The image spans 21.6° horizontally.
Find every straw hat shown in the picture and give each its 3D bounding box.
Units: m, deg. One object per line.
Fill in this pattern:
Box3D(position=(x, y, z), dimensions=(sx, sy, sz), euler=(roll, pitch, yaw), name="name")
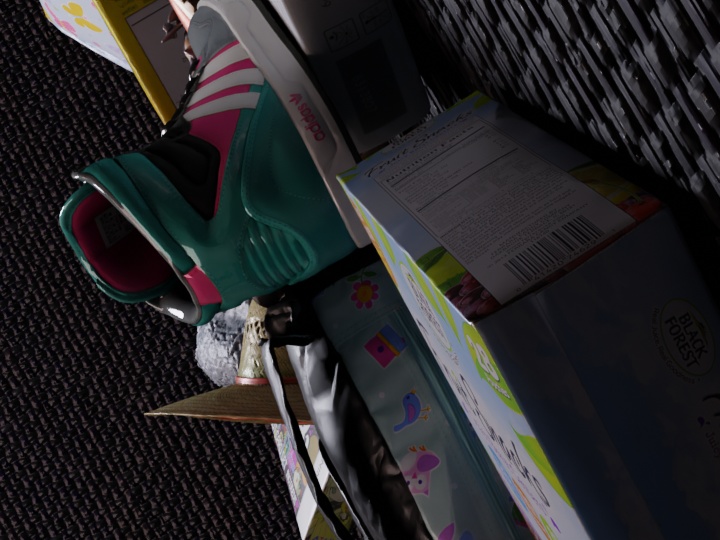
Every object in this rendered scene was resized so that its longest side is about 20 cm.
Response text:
Box3D(position=(-0.025, 0.047, 1.093), dimensions=(0.201, 0.199, 0.086), euler=(90, -178, -84), name="straw hat")

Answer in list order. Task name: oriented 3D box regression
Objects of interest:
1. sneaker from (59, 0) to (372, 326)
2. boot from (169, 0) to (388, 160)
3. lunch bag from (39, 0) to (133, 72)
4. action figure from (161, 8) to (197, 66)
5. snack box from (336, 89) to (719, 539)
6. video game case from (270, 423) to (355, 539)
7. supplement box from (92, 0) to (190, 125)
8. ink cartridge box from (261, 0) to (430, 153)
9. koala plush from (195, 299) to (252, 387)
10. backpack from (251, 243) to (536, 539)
Box3D(position=(-0.071, -0.044, 0.794), dimensions=(0.084, 0.120, 0.200), euler=(62, 177, -33), name="sneaker")
Box3D(position=(-0.059, -0.111, 1.007), dimensions=(0.201, 0.075, 0.107), euler=(59, 156, 22), name="boot")
Box3D(position=(-0.193, -0.255, 1.660), dimensions=(0.199, 0.128, 0.170), euler=(32, 166, 19), name="lunch bag")
Box3D(position=(-0.051, -0.099, 1.111), dimensions=(0.201, 0.069, 0.130), euler=(60, -152, -2), name="action figure")
Box3D(position=(0.073, 0.043, 0.591), dimensions=(0.170, 0.067, 0.200), euler=(61, 176, -18), name="snack box")
Box3D(position=(-0.015, 0.062, 1.314), dimensions=(0.200, 0.036, 0.182), euler=(-111, 38, -58), name="video game case")
Box3D(position=(-0.123, -0.194, 1.219), dimensions=(0.201, 0.108, 0.110), euler=(62, 176, -24), name="supplement box")
Box3D(position=(-0.047, -0.169, 0.807), dimensions=(0.201, 0.057, 0.163), euler=(64, 180, 37), name="ink cartridge box")
Box3D(position=(-0.063, -0.023, 1.473), dimensions=(0.177, 0.182, 0.202), euler=(-128, 20, -66), name="koala plush")
Box3D(position=(0.050, 0.082, 0.794), dimensions=(0.201, 0.126, 0.167), euler=(59, -179, 36), name="backpack")
